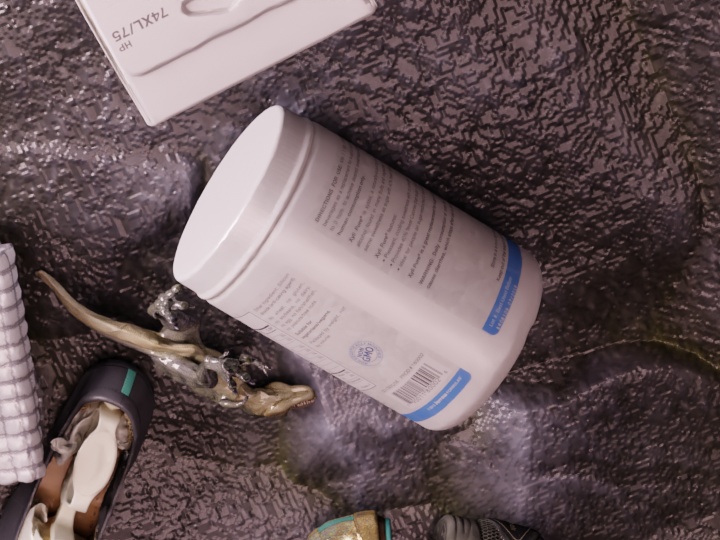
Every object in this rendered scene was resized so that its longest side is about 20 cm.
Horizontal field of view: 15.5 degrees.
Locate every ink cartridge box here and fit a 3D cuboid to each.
[{"bbox_3d":[-0.093,-0.201,1.521,0.147,0.200,0.146,-27,111,4],"label":"ink cartridge box"}]

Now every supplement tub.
[{"bbox_3d":[0.000,0.000,1.644,0.200,0.132,0.132,32,105,-15],"label":"supplement tub"}]

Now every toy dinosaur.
[{"bbox_3d":[-0.111,0.049,1.677,0.200,0.088,0.047,30,70,-15],"label":"toy dinosaur"}]

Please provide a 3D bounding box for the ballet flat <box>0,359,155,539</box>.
[{"bbox_3d":[-0.190,0.152,1.716,0.073,0.073,0.200,21,107,-13],"label":"ballet flat"}]

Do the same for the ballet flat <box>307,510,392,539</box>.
[{"bbox_3d":[0.001,0.257,1.777,0.071,0.071,0.200,-10,106,-2],"label":"ballet flat"}]

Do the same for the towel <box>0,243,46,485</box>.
[{"bbox_3d":[-0.302,0.056,1.663,0.200,0.086,0.166,-9,110,0],"label":"towel"}]

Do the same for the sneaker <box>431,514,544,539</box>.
[{"bbox_3d":[0.100,0.266,1.768,0.114,0.076,0.200,5,89,-8],"label":"sneaker"}]
